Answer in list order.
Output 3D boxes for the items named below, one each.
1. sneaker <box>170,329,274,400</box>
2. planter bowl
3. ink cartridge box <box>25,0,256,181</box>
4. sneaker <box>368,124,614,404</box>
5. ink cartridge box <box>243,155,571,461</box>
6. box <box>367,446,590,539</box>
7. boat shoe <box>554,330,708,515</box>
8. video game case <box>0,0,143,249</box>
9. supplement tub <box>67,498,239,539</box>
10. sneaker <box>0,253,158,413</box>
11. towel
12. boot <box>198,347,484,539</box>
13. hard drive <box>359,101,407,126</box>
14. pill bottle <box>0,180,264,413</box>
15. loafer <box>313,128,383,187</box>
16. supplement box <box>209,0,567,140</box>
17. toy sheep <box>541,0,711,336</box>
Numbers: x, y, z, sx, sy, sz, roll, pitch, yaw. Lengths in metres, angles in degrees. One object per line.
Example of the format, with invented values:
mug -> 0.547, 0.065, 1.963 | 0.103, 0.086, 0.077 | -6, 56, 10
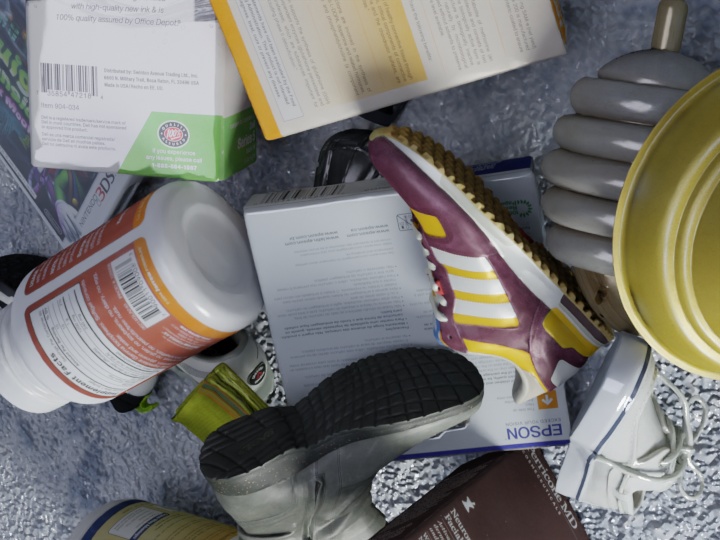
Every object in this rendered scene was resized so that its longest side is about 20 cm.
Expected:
sneaker -> -0.158, 0.031, 1.016 | 0.200, 0.074, 0.089 | 24, 152, 18
planter bowl -> 0.243, -0.014, 0.684 | 0.200, 0.083, 0.201 | -5, 111, -12
ink cartridge box -> -0.150, -0.171, 0.895 | 0.145, 0.084, 0.200 | 6, 105, 13
sneaker -> 0.063, 0.000, 0.799 | 0.200, 0.075, 0.090 | 44, 106, -8
ink cartridge box -> 0.036, 0.032, 0.880 | 0.199, 0.041, 0.200 | -6, 110, 12
box -> 0.072, 0.195, 0.854 | 0.075, 0.200, 0.100 | -32, 86, 32
boat shoe -> 0.176, 0.109, 0.799 | 0.086, 0.075, 0.202 | 23, 152, 13
video game case -> -0.255, -0.125, 1.052 | 0.200, 0.023, 0.182 | 54, 140, 9
supplement tub -> -0.136, 0.274, 1.045 | 0.200, 0.144, 0.145 | 8, 108, 31
sneaker -> -0.254, 0.059, 1.104 | 0.200, 0.072, 0.083 | 31, 119, 22
towel -> -0.098, 0.122, 0.979 | 0.086, 0.018, 0.200 | 46, 158, -1
boot -> -0.003, 0.135, 0.878 | 0.200, 0.068, 0.131 | -20, 130, 0
hard drive -> 0.009, -0.211, 0.874 | 0.135, 0.042, 0.200 | 39, 121, 18
pill bottle -> -0.173, 0.027, 0.916 | 0.200, 0.112, 0.112 | -28, 88, 28
loafer -> 0.000, 0.000, 0.924 | 0.070, 0.068, 0.201 | 18, 110, 38
supplement box -> 0.016, -0.174, 0.798 | 0.200, 0.074, 0.126 | -14, 117, 14
toy sheep -> 0.174, -0.059, 0.764 | 0.138, 0.138, 0.200 | 11, 96, 30
